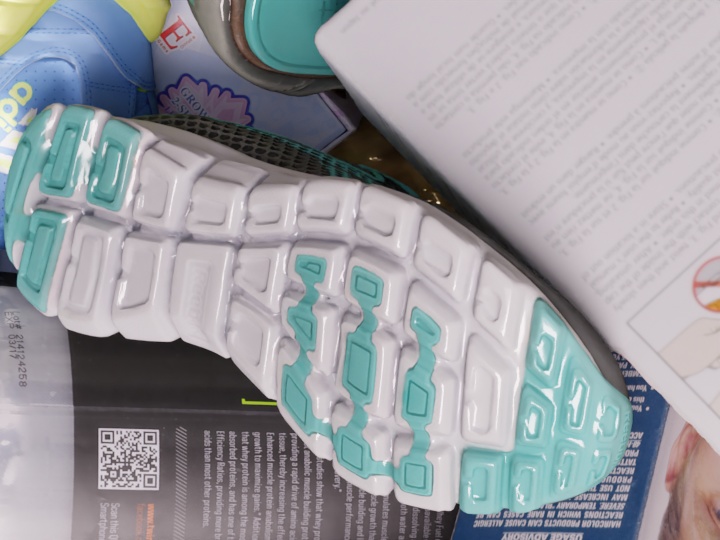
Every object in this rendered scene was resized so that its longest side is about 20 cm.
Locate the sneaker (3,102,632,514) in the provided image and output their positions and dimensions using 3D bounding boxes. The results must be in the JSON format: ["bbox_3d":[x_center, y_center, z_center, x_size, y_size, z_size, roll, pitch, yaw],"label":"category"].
[{"bbox_3d":[0.000,0.000,0.724,0.200,0.091,0.078,28,113,34],"label":"sneaker"}]

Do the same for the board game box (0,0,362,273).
[{"bbox_3d":[-0.137,-0.065,0.839,0.199,0.041,0.200,-36,98,11],"label":"board game box"}]

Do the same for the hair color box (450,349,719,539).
[{"bbox_3d":[0.087,0.039,0.745,0.060,0.200,0.100,-3,148,36],"label":"hair color box"}]

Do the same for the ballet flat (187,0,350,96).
[{"bbox_3d":[0.043,-0.082,0.807,0.200,0.064,0.067,3,108,-22],"label":"ballet flat"}]

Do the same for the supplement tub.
[{"bbox_3d":[-0.027,0.065,0.803,0.200,0.123,0.123,3,104,-15],"label":"supplement tub"}]

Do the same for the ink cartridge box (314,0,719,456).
[{"bbox_3d":[0.108,-0.045,0.704,0.160,0.047,0.200,-42,63,-1],"label":"ink cartridge box"}]

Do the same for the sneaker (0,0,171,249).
[{"bbox_3d":[-0.149,-0.048,0.784,0.200,0.076,0.105,-10,102,6],"label":"sneaker"}]
